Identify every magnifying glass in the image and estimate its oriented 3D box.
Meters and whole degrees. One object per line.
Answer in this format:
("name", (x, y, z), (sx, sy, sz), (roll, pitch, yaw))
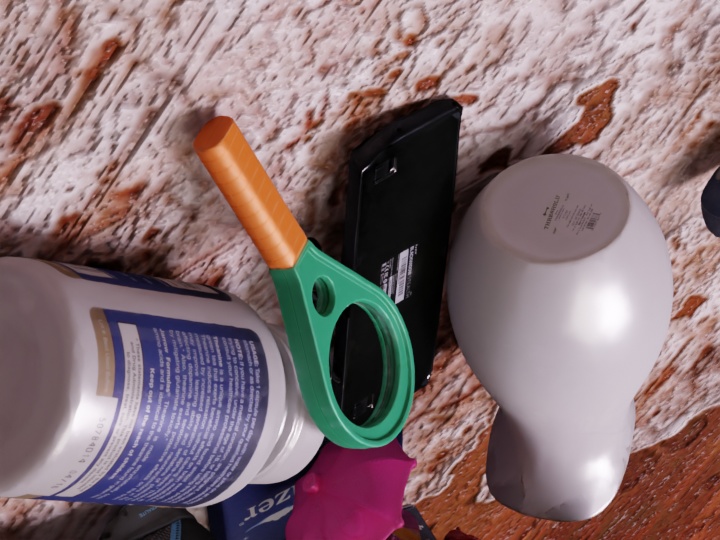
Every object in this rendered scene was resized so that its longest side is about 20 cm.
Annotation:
("magnifying glass", (-0.027, 0.007, 1.254), (0.200, 0.022, 0.080), (60, 42, -35))

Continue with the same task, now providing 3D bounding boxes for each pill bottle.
("pill bottle", (-0.108, 0.058, 1.241), (0.200, 0.111, 0.111), (10, 127, -51))

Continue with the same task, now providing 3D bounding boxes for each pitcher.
("pitcher", (0.117, 0.015, 1.423), (0.200, 0.121, 0.172), (82, 23, -48))

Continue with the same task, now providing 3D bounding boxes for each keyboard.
("keyboard", (0.000, 0.000, 1.346), (0.104, 0.040, 0.200), (-30, 141, -35))

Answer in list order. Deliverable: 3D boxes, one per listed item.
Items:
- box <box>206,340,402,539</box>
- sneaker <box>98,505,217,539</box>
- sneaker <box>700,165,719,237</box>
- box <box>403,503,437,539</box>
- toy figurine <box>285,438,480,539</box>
("box", (-0.032, 0.117, 1.486), (0.121, 0.032, 0.200), (-27, 150, -16))
("sneaker", (-0.141, 0.190, 1.374), (0.200, 0.082, 0.073), (-35, 156, -41))
("sneaker", (0.268, -0.099, 1.468), (0.200, 0.070, 0.082), (-38, 133, -1))
("box", (0.001, 0.277, 1.542), (0.104, 0.200, 0.182), (-12, 151, -49))
("toy figurine", (0.045, 0.164, 1.433), (0.150, 0.184, 0.200), (-53, 172, -6))
